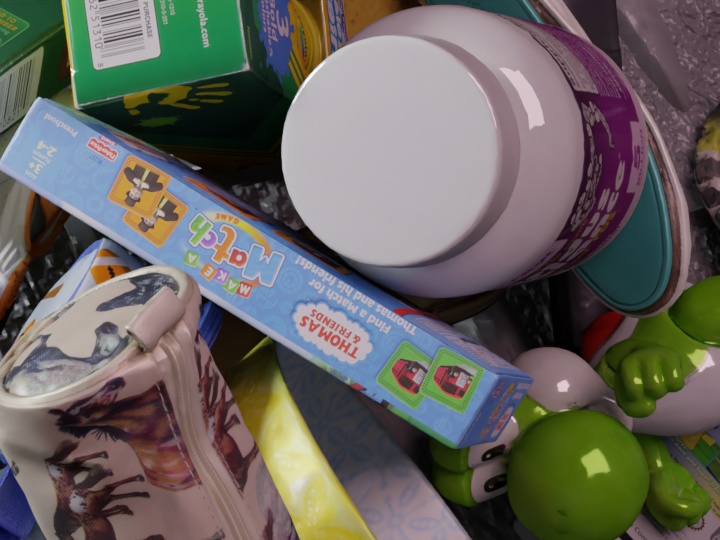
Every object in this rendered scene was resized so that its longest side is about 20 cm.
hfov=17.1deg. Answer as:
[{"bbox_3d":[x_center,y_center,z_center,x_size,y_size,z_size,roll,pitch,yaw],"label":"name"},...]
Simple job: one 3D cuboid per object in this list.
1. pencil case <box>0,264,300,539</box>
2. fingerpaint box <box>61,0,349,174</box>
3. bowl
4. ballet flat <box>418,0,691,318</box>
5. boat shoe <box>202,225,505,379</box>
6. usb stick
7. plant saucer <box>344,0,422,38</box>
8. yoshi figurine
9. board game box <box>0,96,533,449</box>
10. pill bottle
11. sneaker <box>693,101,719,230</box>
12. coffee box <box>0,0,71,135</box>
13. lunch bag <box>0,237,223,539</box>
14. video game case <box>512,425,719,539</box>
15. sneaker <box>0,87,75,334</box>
[{"bbox_3d":[-0.054,0.096,0.800,0.078,0.089,0.200,-44,119,-45],"label":"pencil case"},{"bbox_3d":[-0.064,-0.152,0.948,0.073,0.167,0.200,-10,81,13],"label":"fingerpaint box"},{"bbox_3d":[-0.016,0.133,0.947,0.108,0.200,0.200,-36,83,6],"label":"bowl"},{"bbox_3d":[0.094,-0.074,1.060,0.069,0.069,0.200,-26,81,-36],"label":"ballet flat"},{"bbox_3d":[0.000,0.000,1.063,0.200,0.074,0.076,-26,78,-36],"label":"boat shoe"},{"bbox_3d":[0.104,-0.055,1.124,0.055,0.033,0.200,-10,97,-46],"label":"usb stick"},{"bbox_3d":[0.023,-0.156,1.106,0.200,0.048,0.200,1,86,-43],"label":"plant saucer"},{"bbox_3d":[0.131,0.065,1.052,0.200,0.112,0.113,-23,93,-19],"label":"yoshi figurine"},{"bbox_3d":[-0.031,0.003,0.939,0.200,0.151,0.037,32,92,9],"label":"board game box"},{"bbox_3d":[0.041,-0.046,0.937,0.112,0.112,0.200,56,17,8],"label":"pill bottle"},{"bbox_3d":[0.223,-0.014,1.205,0.085,0.074,0.200,39,37,-42],"label":"sneaker"},{"bbox_3d":[-0.162,-0.122,1.019,0.123,0.044,0.200,26,41,16],"label":"coffee box"},{"bbox_3d":[-0.129,0.091,0.890,0.076,0.160,0.200,33,53,-8],"label":"lunch bag"},{"bbox_3d":[0.191,0.140,1.124,0.200,0.022,0.182,48,53,3],"label":"video game case"},{"bbox_3d":[-0.178,-0.015,0.984,0.092,0.076,0.200,26,45,-3],"label":"sneaker"}]
